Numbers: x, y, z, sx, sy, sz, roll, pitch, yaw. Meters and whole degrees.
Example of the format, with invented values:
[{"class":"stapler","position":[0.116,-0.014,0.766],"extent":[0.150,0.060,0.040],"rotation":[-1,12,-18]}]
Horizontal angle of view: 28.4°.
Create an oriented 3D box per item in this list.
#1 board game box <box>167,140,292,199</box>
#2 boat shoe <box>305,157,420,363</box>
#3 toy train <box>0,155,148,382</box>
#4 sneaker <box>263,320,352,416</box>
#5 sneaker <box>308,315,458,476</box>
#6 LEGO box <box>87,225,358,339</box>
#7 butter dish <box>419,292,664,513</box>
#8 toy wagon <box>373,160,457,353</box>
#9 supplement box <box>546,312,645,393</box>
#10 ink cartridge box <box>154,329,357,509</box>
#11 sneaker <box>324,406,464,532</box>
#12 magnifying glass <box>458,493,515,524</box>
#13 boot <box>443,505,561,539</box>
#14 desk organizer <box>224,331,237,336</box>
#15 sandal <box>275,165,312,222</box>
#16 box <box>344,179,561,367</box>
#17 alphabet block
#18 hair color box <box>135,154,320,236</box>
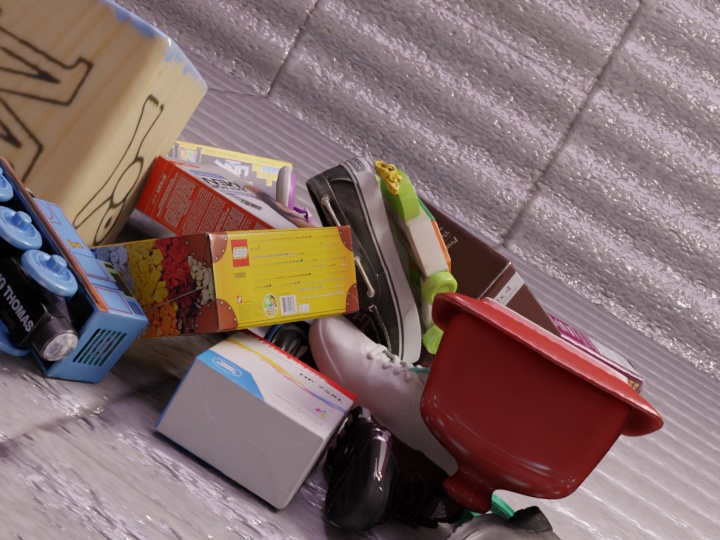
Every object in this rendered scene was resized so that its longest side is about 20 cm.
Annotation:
[{"class":"board game box","position":[-0.200,-0.099,1.526],"extent":[0.199,0.057,0.165],"rotation":[8,-4,-39]},{"class":"boat shoe","position":[0.000,0.000,1.282],"extent":[0.071,0.063,0.201],"rotation":[29,-41,65]},{"class":"toy train","position":[-0.251,-0.004,1.072],"extent":[0.200,0.087,0.114],"rotation":[49,16,30]},{"class":"sneaker","position":[-0.033,0.095,1.309],"extent":[0.082,0.071,0.199],"rotation":[30,5,33]},{"class":"sneaker","position":[0.038,0.104,1.254],"extent":[0.200,0.088,0.075],"rotation":[52,31,10]},{"class":"LEGO box","position":[-0.117,0.010,1.177],"extent":[0.148,0.078,0.199],"rotation":[-6,0,32]},{"class":"butter dish","position":[0.117,0.124,1.137],"extent":[0.199,0.148,0.200],"rotation":[30,-8,7]},{"class":"toy wagon","position":[0.041,-0.024,1.306],"extent":[0.155,0.039,0.201],"rotation":[55,-20,37]},{"class":"supplement box","position":[0.221,0.127,1.723],"extent":[0.199,0.131,0.103],"rotation":[30,10,-8]},{"class":"ink cartridge box","position":[-0.074,0.109,1.132],"extent":[0.116,0.068,0.200],"rotation":[31,10,4]},{"class":"sneaker","position":[0.036,0.174,1.131],"extent":[0.115,0.076,0.200],"rotation":[33,9,-7]},{"class":"magnifying glass","position":[0.111,0.228,1.225],"extent":[0.079,0.022,0.200],"rotation":[30,12,-6]},{"class":"boot","position":[0.124,0.248,1.054],"extent":[0.199,0.070,0.132],"rotation":[-5,50,-52]},{"class":"desk organizer","position":[-0.142,0.000,1.455],"extent":[0.077,0.072,0.200],"rotation":[26,11,-10]},{"class":"sandal","position":[-0.066,-0.030,1.497],"extent":[0.049,0.204,0.083],"rotation":[0,47,-3]},{"class":"box","position":[0.066,0.042,1.482],"extent":[0.200,0.166,0.164],"rotation":[39,-5,38]},{"class":"alphabet block","position":[-0.284,-0.154,1.314],"extent":[0.196,0.201,0.195],"rotation":[31,-3,8]},{"class":"hair color box","position":[-0.104,-0.036,1.361],"extent":[0.199,0.064,0.111],"rotation":[33,12,26]}]
